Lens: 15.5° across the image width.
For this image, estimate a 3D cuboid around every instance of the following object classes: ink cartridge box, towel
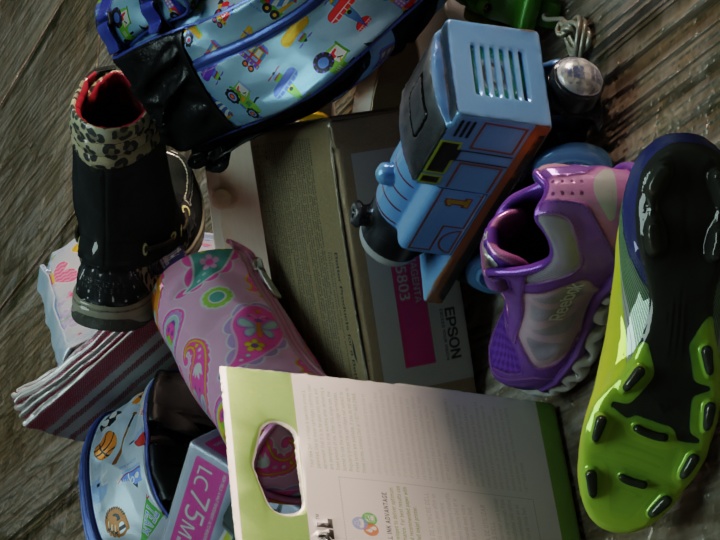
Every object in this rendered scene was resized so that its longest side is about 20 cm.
[{"bbox_3d":[0.014,0.137,1.447,0.148,0.199,0.076,-98,23,-43],"label":"ink cartridge box"},{"bbox_3d":[-0.035,0.197,1.645,0.042,0.200,0.120,-26,-40,-56],"label":"ink cartridge box"},{"bbox_3d":[0.000,0.000,1.674,0.165,0.075,0.201,-177,78,-69],"label":"ink cartridge box"},{"bbox_3d":[-0.127,0.079,1.855,0.146,0.200,0.030,-38,52,32],"label":"towel"}]

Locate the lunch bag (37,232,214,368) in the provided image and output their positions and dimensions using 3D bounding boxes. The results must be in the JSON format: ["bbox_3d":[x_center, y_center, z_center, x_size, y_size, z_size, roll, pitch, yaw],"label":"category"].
[{"bbox_3d":[-0.141,0.049,1.998,0.170,0.199,0.128,-120,42,-63],"label":"lunch bag"}]

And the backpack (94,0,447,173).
[{"bbox_3d":[-0.043,-0.168,1.615,0.183,0.135,0.200,-44,15,-30],"label":"backpack"}]

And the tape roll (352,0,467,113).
[{"bbox_3d":[0.038,-0.107,1.761,0.203,0.037,0.204,-173,90,-73],"label":"tape roll"}]

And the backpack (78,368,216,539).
[{"bbox_3d":[-0.106,0.163,1.811,0.154,0.190,0.200,-33,42,22],"label":"backpack"}]

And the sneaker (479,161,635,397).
[{"bbox_3d":[0.100,-0.001,1.425,0.200,0.088,0.081,121,150,-55],"label":"sneaker"}]

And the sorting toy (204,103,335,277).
[{"bbox_3d":[-0.048,-0.088,1.915,0.180,0.106,0.201,-70,-22,-60],"label":"sorting toy"}]

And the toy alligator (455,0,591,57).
[{"bbox_3d":[0.085,-0.168,1.604,0.200,0.054,0.060,-124,44,-66],"label":"toy alligator"}]

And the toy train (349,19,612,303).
[{"bbox_3d":[0.067,-0.059,1.510,0.200,0.114,0.087,121,152,-52],"label":"toy train"}]

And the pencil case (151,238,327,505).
[{"bbox_3d":[-0.066,0.061,1.657,0.200,0.087,0.088,56,136,50],"label":"pencil case"}]

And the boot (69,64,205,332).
[{"bbox_3d":[-0.147,-0.071,1.751,0.204,0.073,0.154,-73,-13,-58],"label":"boot"}]

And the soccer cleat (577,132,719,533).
[{"bbox_3d":[0.150,0.031,1.313,0.084,0.064,0.201,-75,-6,-82],"label":"soccer cleat"}]
